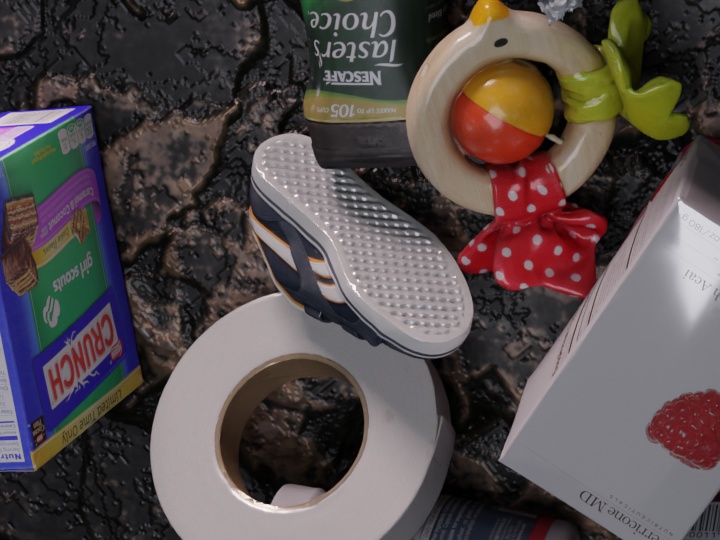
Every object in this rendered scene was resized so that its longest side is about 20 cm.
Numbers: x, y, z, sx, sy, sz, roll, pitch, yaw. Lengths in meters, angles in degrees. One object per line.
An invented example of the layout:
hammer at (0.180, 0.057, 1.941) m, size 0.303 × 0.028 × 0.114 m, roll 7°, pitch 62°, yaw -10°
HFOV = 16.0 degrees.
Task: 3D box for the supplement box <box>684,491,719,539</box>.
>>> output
supplement box at (0.239, 0.236, 1.621) m, size 0.110 × 0.086 × 0.201 m, roll 0°, pitch 127°, yaw 17°

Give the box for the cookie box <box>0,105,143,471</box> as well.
cookie box at (-0.224, 0.011, 1.680) m, size 0.075 × 0.171 × 0.201 m, roll -2°, pitch 107°, yaw 21°

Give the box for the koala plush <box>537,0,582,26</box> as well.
koala plush at (0.117, -0.230, 1.479) m, size 0.183 × 0.200 × 0.178 m, roll -20°, pitch 101°, yaw 22°

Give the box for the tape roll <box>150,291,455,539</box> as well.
tape roll at (-0.038, 0.110, 1.663) m, size 0.202 × 0.037 × 0.204 m, roll -8°, pitch 65°, yaw 17°

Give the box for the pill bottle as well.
pill bottle at (0.036, 0.205, 1.689) m, size 0.199 × 0.120 × 0.120 m, roll 10°, pitch 110°, yaw 14°

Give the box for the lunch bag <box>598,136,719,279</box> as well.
lunch bag at (0.234, 0.036, 1.599) m, size 0.176 × 0.082 × 0.200 m, roll 29°, pitch 114°, yaw 2°

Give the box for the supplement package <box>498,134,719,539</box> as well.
supplement package at (0.189, 0.047, 1.503) m, size 0.121 × 0.120 × 0.200 m, roll 32°, pitch 115°, yaw 0°

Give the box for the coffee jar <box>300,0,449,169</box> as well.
coffee jar at (0.009, -0.162, 1.597) m, size 0.104 × 0.085 × 0.201 m, roll -2°, pitch 107°, yaw 18°

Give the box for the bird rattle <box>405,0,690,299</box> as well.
bird rattle at (0.103, -0.085, 1.569) m, size 0.163 × 0.113 × 0.200 m, roll 27°, pitch 118°, yaw -18°

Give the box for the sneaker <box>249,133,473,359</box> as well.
sneaker at (0.000, 0.000, 1.633) m, size 0.200 × 0.078 × 0.080 m, roll 48°, pitch 146°, yaw 33°
